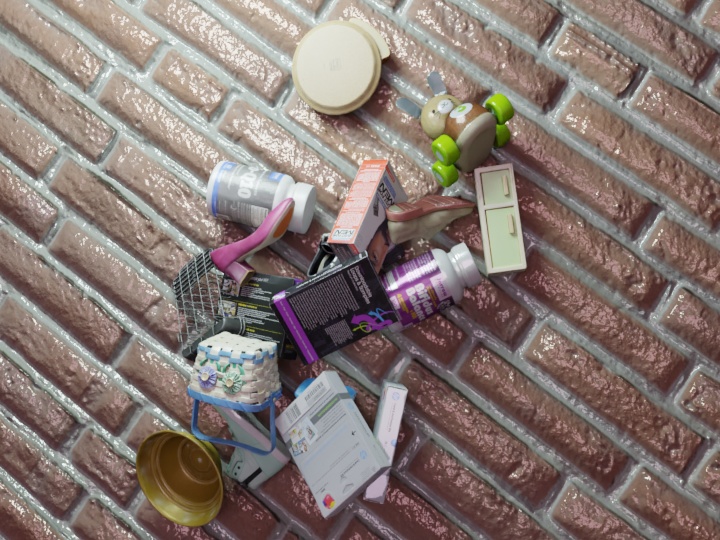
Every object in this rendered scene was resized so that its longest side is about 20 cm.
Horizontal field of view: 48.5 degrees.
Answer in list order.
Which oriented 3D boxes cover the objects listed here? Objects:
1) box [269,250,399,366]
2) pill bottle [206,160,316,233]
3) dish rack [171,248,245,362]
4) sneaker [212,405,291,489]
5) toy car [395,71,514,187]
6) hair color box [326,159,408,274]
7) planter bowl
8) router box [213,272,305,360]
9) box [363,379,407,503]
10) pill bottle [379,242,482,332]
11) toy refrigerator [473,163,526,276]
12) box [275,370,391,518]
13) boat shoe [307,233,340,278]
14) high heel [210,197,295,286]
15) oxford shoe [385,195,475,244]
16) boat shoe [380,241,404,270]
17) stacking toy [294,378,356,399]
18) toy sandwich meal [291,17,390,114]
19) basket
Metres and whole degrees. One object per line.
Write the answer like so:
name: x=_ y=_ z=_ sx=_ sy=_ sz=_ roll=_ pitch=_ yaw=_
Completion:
box: x=-0.046 y=0.070 z=1.442 sx=0.197 sy=0.036 sz=0.144 roll=-25 pitch=114 yaw=6
pill bottle: x=-0.193 y=-0.141 z=1.576 sx=0.196 sy=0.114 sz=0.116 roll=13 pitch=87 yaw=8
dish rack: x=-0.306 y=0.065 z=1.570 sx=0.153 sy=0.054 sz=0.203 roll=-35 pitch=57 yaw=30
sneaker: x=-0.243 y=0.335 z=1.548 sx=0.200 sy=0.074 sz=0.118 roll=45 pitch=96 yaw=-1
toy car: x=0.167 y=-0.296 z=1.535 sx=0.163 sy=0.158 sz=0.201 roll=-37 pitch=69 yaw=-9
hair color box: x=0.018 y=-0.097 z=1.502 sx=0.063 sy=0.111 sz=0.202 roll=3 pitch=56 yaw=32
planter bowl: x=-0.330 y=0.384 z=1.546 sx=0.197 sy=0.083 sz=0.204 roll=7 pitch=108 yaw=22
router box: x=-0.195 y=0.081 z=1.542 sx=0.198 sy=0.051 sz=0.152 roll=8 pitch=86 yaw=39
box: x=0.043 y=0.310 z=1.475 sx=0.040 sy=0.156 sz=0.204 roll=11 pitch=86 yaw=0
pill bottle: x=0.126 y=0.028 z=1.520 sx=0.198 sy=0.112 sz=0.114 roll=-27 pitch=82 yaw=5
toy refrigerator: x=0.267 y=-0.096 z=1.534 sx=0.074 sy=0.070 sz=0.204 roll=-7 pitch=83 yaw=7
box: x=-0.054 y=0.305 z=1.413 sx=0.156 sy=0.041 sz=0.201 roll=-46 pitch=62 yaw=24
boat shoe: x=-0.047 y=-0.043 z=1.533 sx=0.072 sy=0.063 sz=0.202 roll=-5 pitch=49 yaw=38
high heel: x=-0.205 y=-0.074 z=1.515 sx=0.096 sy=0.067 sz=0.201 roll=40 pitch=109 yaw=15
oxford shoe: x=0.134 y=-0.098 z=1.533 sx=0.197 sy=0.070 sz=0.076 roll=-11 pitch=112 yaw=-26
boat shoe: x=0.000 y=0.000 z=1.567 sx=0.199 sy=0.070 sz=0.067 roll=-36 pitch=118 yaw=-1
stacking toy: x=-0.078 y=0.319 z=1.535 sx=0.108 sy=0.116 sz=0.204 roll=12 pitch=98 yaw=11
toy sandwich meal: x=-0.041 y=-0.410 z=1.608 sx=0.201 sy=0.070 sz=0.209 roll=0 pitch=89 yaw=9
basket: x=-0.231 y=0.224 z=1.449 sx=0.173 sy=0.139 sz=0.204 roll=6 pitch=105 yaw=21
